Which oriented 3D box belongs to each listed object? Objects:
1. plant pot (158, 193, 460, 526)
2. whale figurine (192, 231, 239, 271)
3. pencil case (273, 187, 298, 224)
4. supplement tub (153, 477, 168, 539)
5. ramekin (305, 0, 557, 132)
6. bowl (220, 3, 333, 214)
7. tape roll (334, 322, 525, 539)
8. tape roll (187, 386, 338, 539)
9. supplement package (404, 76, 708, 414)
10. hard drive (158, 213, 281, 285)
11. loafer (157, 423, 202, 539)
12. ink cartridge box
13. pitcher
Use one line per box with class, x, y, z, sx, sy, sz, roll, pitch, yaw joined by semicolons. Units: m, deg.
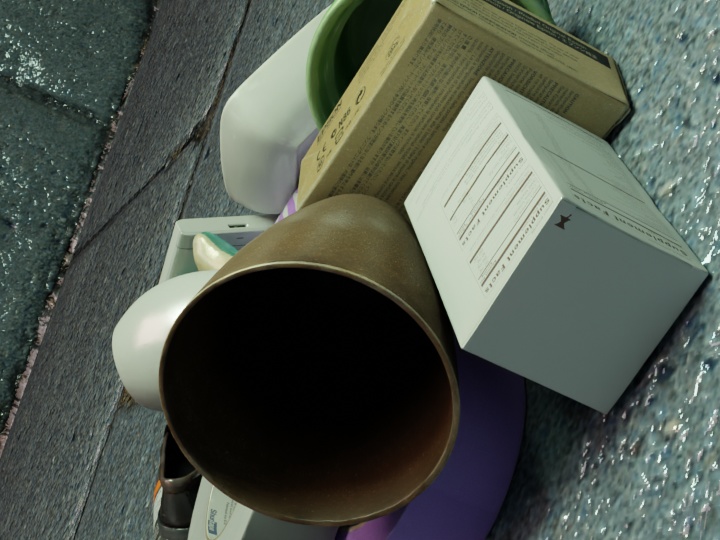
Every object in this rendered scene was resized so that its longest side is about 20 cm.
plant pot;-0.017;0.034;0.911;0.187;0.186;0.200;-56;7;28
whale figurine;-0.120;0.044;1.365;0.104;0.159;0.201;-34;-39;-35
pencil case;-0.028;-0.053;1.348;0.200;0.083;0.086;-54;48;37
supplement tub;-0.139;0.238;1.268;0.107;0.106;0.200;-59;20;21
ramekin;0.061;-0.165;1.063;0.200;0.199;0.098;-54;16;32
bowl;-0.048;-0.151;1.377;0.200;0.075;0.200;-44;-17;-21
tape roll;0.037;0.130;0.983;0.200;0.065;0.201;-54;22;35
tape roll;-0.068;0.162;1.032;0.200;0.066;0.202;-161;90;-75
supplement package;0.115;-0.022;0.869;0.110;0.113;0.200;-58;20;20
hard drive;-0.154;0.027;1.454;0.027;0.131;0.201;58;140;37
loafer;-0.146;0.159;1.235;0.200;0.071;0.063;-87;-10;-61
ink cartridge box;0.070;-0.098;0.998;0.200;0.164;0.075;-54;21;31
pitcher;-0.111;0.074;1.209;0.199;0.121;0.173;-20;60;15
